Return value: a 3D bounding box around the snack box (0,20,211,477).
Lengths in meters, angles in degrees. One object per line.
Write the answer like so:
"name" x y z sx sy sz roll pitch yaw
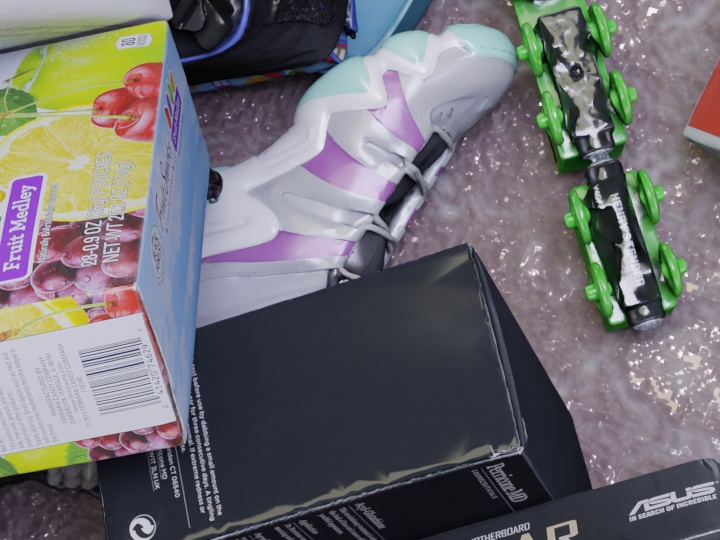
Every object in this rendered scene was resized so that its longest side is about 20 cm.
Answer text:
"snack box" -0.155 0.000 0.686 0.198 0.068 0.169 -12 33 6

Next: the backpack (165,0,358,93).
"backpack" -0.097 -0.174 0.841 0.181 0.134 0.202 -7 90 33

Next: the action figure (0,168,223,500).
"action figure" -0.136 0.031 0.818 0.118 0.102 0.201 28 110 -1

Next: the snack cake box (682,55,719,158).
"snack cake box" 0.213 -0.116 0.774 0.201 0.067 0.115 -63 25 5

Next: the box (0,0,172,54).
"box" -0.205 -0.129 0.715 0.199 0.198 0.132 -9 92 31

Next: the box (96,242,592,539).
"box" 0.004 0.077 0.748 0.140 0.200 0.079 -15 66 10

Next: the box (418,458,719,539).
"box" 0.075 0.175 0.709 0.159 0.201 0.044 -18 25 9

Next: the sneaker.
"sneaker" 0.000 0.000 0.850 0.199 0.078 0.141 -33 68 13

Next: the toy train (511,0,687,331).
"toy train" 0.087 -0.071 0.838 0.041 0.056 0.202 -15 80 1

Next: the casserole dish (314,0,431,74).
"casserole dish" 0.005 -0.174 0.898 0.121 0.039 0.201 31 99 30
